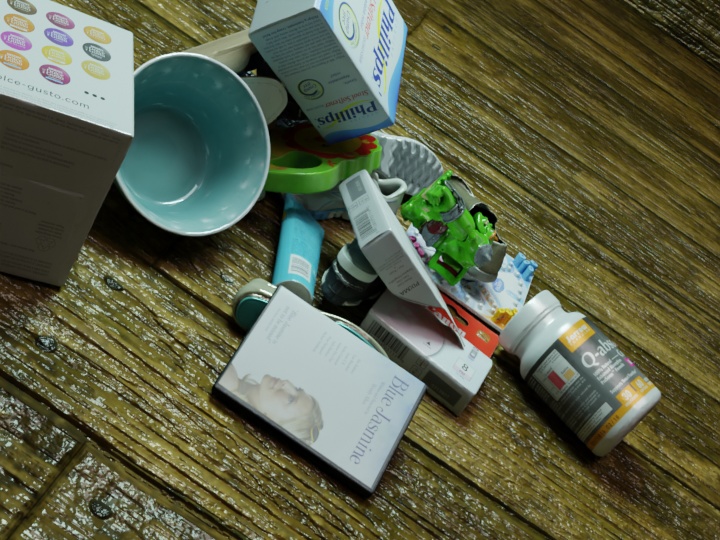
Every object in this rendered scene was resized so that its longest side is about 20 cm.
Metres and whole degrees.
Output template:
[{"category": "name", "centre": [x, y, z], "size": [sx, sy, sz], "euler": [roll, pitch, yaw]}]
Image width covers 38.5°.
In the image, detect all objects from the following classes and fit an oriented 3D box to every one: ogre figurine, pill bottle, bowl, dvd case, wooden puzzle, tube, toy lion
[{"category": "ogre figurine", "centre": [0.112, -0.052, 1.339], "size": [0.098, 0.200, 0.120], "euler": [-42, 94, -29]}, {"category": "pill bottle", "centre": [0.277, 0.129, 1.323], "size": [0.200, 0.117, 0.116], "euler": [47, 35, 17]}, {"category": "bowl", "centre": [-0.214, -0.138, 1.185], "size": [0.198, 0.104, 0.205], "euler": [2, 86, -35]}, {"category": "dvd case", "centre": [-0.039, 0.124, 1.082], "size": [0.198, 0.018, 0.144], "euler": [34, 57, -3]}, {"category": "wooden puzzle", "centre": [-0.197, -0.266, 1.363], "size": [0.201, 0.182, 0.047], "euler": [-67, 139, -61]}, {"category": "tube", "centre": [-0.075, -0.024, 1.262], "size": [0.078, 0.050, 0.201], "euler": [53, 22, -27]}, {"category": "toy lion", "centre": [-0.067, -0.150, 1.337], "size": [0.188, 0.070, 0.201], "euler": [6, 27, -2]}]

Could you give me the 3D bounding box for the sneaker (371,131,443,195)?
[{"category": "sneaker", "centre": [0.034, -0.174, 1.521], "size": [0.197, 0.076, 0.082], "euler": [25, 8, -20]}]

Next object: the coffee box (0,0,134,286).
[{"category": "coffee box", "centre": [-0.351, -0.143, 1.021], "size": [0.197, 0.201, 0.200], "euler": [17, 36, -25]}]

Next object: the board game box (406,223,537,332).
[{"category": "board game box", "centre": [0.158, -0.015, 1.476], "size": [0.199, 0.026, 0.200], "euler": [35, 32, 0]}]

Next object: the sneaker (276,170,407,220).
[{"category": "sneaker", "centre": [-0.023, -0.115, 1.389], "size": [0.197, 0.087, 0.076], "euler": [7, 44, -34]}]

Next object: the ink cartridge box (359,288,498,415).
[{"category": "ink cartridge box", "centre": [0.099, 0.071, 1.300], "size": [0.162, 0.057, 0.200], "euler": [37, 37, 4]}]

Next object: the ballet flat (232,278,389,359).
[{"category": "ballet flat", "centre": [-0.051, 0.069, 1.158], "size": [0.198, 0.070, 0.070], "euler": [30, 33, -6]}]

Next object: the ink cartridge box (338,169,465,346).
[{"category": "ink cartridge box", "centre": [0.050, -0.007, 1.267], "size": [0.201, 0.047, 0.161], "euler": [56, 7, -32]}]

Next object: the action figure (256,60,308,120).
[{"category": "action figure", "centre": [-0.082, -0.268, 1.385], "size": [0.068, 0.132, 0.201], "euler": [0, 28, 10]}]

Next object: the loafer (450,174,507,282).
[{"category": "loafer", "centre": [0.163, -0.073, 1.464], "size": [0.074, 0.070, 0.202], "euler": [12, 39, -33]}]

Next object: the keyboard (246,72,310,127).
[{"category": "keyboard", "centre": [-0.129, -0.252, 1.511], "size": [0.200, 0.040, 0.104], "euler": [46, 35, 14]}]

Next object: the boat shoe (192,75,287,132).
[{"category": "boat shoe", "centre": [-0.181, -0.197, 1.275], "size": [0.061, 0.198, 0.073], "euler": [-80, 149, -62]}]

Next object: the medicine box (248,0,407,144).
[{"category": "medicine box", "centre": [-0.033, -0.298, 1.280], "size": [0.200, 0.101, 0.185], "euler": [50, 38, -43]}]

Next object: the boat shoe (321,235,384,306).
[{"category": "boat shoe", "centre": [0.000, 0.000, 1.284], "size": [0.076, 0.061, 0.200], "euler": [43, 16, 12]}]
